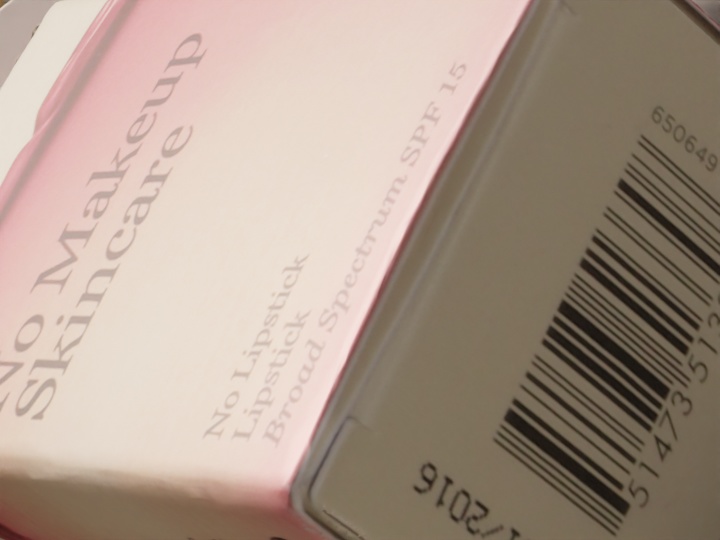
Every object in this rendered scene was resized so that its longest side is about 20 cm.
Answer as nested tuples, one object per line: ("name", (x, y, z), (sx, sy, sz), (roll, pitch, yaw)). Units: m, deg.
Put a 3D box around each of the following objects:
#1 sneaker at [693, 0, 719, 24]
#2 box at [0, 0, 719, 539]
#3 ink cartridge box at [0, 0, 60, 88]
("sneaker", (0.089, -0.065, 0.818), (0.079, 0.074, 0.200), (-55, -25, 6))
("box", (-0.007, 0.014, 0.546), (0.200, 0.109, 0.128), (-1, 57, 54))
("ink cartridge box", (-0.027, -0.021, 0.796), (0.067, 0.200, 0.117), (-33, 11, 45))
